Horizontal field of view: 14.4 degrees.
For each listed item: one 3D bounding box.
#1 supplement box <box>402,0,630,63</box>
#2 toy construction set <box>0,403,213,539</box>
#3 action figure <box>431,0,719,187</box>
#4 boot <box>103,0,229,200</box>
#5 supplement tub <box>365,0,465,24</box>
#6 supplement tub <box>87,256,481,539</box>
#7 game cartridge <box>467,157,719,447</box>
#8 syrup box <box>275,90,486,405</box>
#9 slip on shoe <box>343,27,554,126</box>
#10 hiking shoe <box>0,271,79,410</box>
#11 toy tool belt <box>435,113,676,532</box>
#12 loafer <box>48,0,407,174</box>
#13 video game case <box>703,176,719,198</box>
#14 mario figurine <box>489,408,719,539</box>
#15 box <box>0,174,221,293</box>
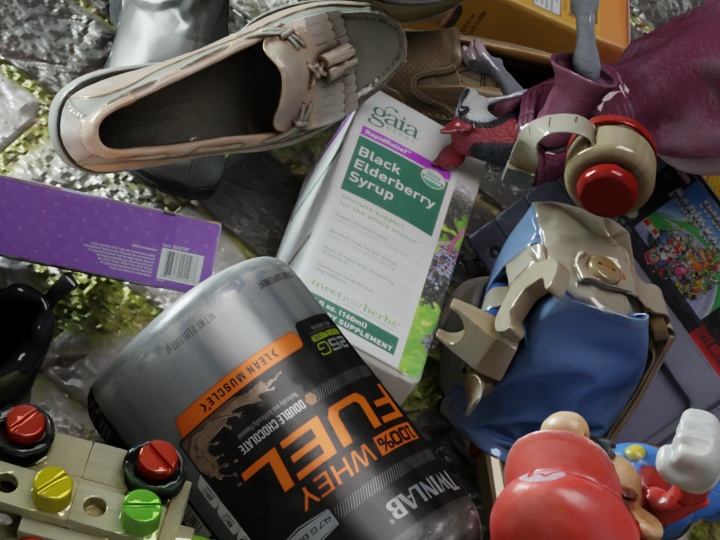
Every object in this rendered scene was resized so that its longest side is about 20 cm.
[{"bbox_3d":[0.062,-0.168,1.727,0.199,0.067,0.069,22,41,-16],"label":"supplement box"},{"bbox_3d":[-0.141,0.133,1.264,0.199,0.092,0.132,25,50,-12],"label":"toy construction set"},{"bbox_3d":[0.133,-0.082,1.545,0.199,0.134,0.150,-21,87,-11],"label":"action figure"},{"bbox_3d":[-0.090,-0.147,1.550,0.069,0.132,0.201,11,45,-26],"label":"boot"},{"bbox_3d":[0.022,-0.212,1.565,0.143,0.200,0.145,0,87,-7],"label":"supplement tub"},{"bbox_3d":[-0.027,0.104,1.344,0.200,0.123,0.122,51,42,10],"label":"supplement tub"},{"bbox_3d":[0.162,0.022,1.567,0.200,0.129,0.038,56,10,25],"label":"game cartridge"},{"bbox_3d":[0.000,0.000,1.506,0.078,0.082,0.200,29,41,-8],"label":"syrup box"},{"bbox_3d":[0.039,-0.117,1.664,0.199,0.061,0.076,19,42,-18],"label":"slip on shoe"},{"bbox_3d":[-0.219,0.047,1.294,0.076,0.101,0.200,47,41,16],"label":"hiking shoe"},{"bbox_3d":[0.102,0.032,1.455,0.124,0.201,0.123,17,40,-5],"label":"toy tool belt"},{"bbox_3d":[-0.061,-0.091,1.483,0.199,0.063,0.072,-18,103,-17],"label":"loafer"},{"bbox_3d":[0.209,-0.053,1.658,0.199,0.018,0.143,-3,38,18],"label":"video game case"},{"bbox_3d":[0.123,0.094,1.370,0.106,0.124,0.200,41,20,20],"label":"mario figurine"},{"bbox_3d":[-0.183,-0.029,1.377,0.199,0.137,0.039,12,89,-25],"label":"box"}]
